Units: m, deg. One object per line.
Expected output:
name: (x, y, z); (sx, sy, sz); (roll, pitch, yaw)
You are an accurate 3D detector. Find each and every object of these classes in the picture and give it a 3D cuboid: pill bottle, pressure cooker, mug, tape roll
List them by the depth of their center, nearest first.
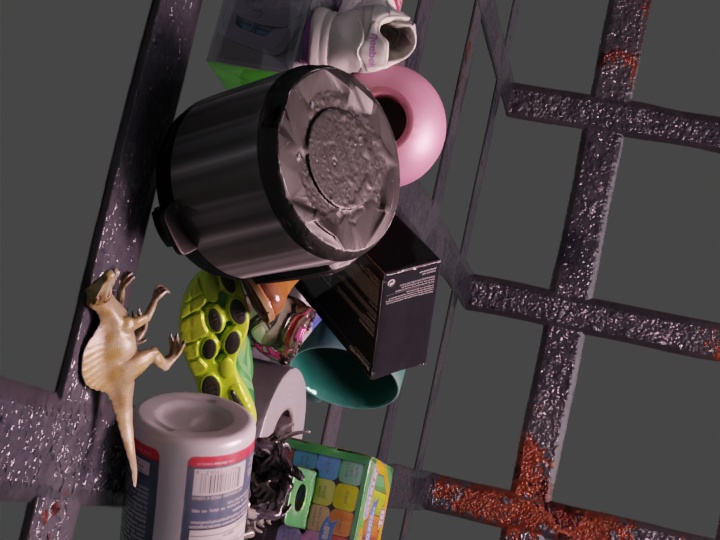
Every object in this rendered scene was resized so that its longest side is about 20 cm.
pressure cooker: (-0.084, -0.083, 1.203); (0.175, 0.198, 0.181); (23, 65, -45)
pill bottle: (-0.166, 0.228, 1.263); (0.120, 0.118, 0.203); (-42, 142, -69)
tape roll: (-0.124, 0.205, 1.555); (0.200, 0.065, 0.203); (12, 90, -78)
mug: (-0.022, 0.097, 1.779); (0.152, 0.183, 0.115); (52, 43, -41)

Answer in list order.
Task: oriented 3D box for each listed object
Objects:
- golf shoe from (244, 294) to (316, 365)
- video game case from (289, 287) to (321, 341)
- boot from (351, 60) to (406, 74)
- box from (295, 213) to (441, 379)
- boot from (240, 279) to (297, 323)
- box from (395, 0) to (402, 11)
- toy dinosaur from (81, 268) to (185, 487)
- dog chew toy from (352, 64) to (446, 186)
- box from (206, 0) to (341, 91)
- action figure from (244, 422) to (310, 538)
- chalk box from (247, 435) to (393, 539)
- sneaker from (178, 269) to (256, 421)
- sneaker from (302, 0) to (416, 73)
golf shoe: (-0.100, 0.054, 1.487); (0.073, 0.091, 0.200); (-63, 180, -9)
video game case: (-0.044, -0.039, 1.670); (0.200, 0.045, 0.183); (-50, 151, -45)
boot: (-0.001, -0.193, 1.512); (0.131, 0.069, 0.203); (29, 74, -52)
box: (0.000, 0.000, 1.483); (0.078, 0.200, 0.143); (-12, 129, -28)
boot: (-0.047, -0.023, 1.341); (0.200, 0.154, 0.077); (-107, 175, -75)
box: (-0.009, -0.349, 1.522); (0.200, 0.094, 0.101); (52, 49, -73)
toy dinosaur: (-0.203, 0.075, 1.154); (0.101, 0.058, 0.202); (-39, 133, -48)
dog chew toy: (0.032, -0.145, 1.411); (0.200, 0.123, 0.126); (10, 91, -83)
box: (-0.065, -0.247, 1.358); (0.200, 0.095, 0.179); (53, 49, -73)
action figure: (-0.131, 0.237, 1.381); (0.102, 0.118, 0.202); (36, 78, -39)
chalk box: (-0.045, 0.263, 1.522); (0.200, 0.122, 0.127); (49, 52, -74)
sneaker: (-0.148, 0.077, 1.370); (0.084, 0.073, 0.202); (-108, -166, -57)
sneaker: (0.014, -0.224, 1.293); (0.200, 0.098, 0.076); (-53, 149, -63)
